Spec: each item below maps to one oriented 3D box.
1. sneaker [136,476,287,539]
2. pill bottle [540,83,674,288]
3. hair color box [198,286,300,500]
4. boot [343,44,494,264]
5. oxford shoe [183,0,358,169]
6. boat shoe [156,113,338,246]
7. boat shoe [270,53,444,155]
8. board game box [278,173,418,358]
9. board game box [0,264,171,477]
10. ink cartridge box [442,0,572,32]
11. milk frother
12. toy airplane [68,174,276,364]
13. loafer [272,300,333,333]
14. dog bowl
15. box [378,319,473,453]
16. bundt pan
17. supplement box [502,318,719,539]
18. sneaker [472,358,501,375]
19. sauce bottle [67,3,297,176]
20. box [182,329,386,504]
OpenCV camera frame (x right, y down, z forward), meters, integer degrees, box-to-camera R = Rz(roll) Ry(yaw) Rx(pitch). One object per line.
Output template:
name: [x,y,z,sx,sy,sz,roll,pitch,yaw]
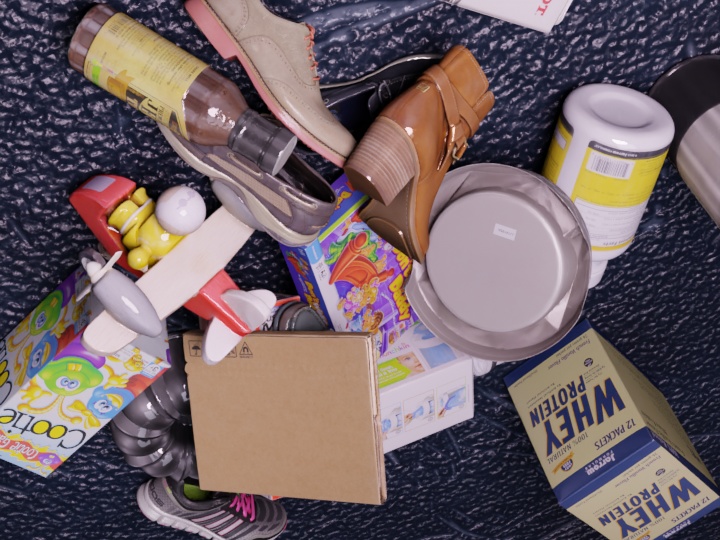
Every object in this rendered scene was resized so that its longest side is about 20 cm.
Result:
sneaker: [-0.170,0.284,1.322,0.199,0.074,0.087,21,128,-25]
pill bottle: [0.238,-0.081,1.099,0.112,0.112,0.200,-1,131,-16]
hair color box: [-0.108,0.123,1.109,0.064,0.111,0.201,-11,101,-38]
boot: [0.063,-0.104,0.995,0.155,0.077,0.200,-50,148,-13]
oxford shoe: [-0.060,-0.174,0.920,0.075,0.070,0.200,-41,106,5]
boat shoe: [-0.098,-0.111,0.963,0.200,0.075,0.073,41,126,-13]
boat shoe: [0.016,-0.151,1.005,0.199,0.062,0.075,-13,131,-7]
board game box: [0.000,0.000,1.100,0.134,0.045,0.200,-44,139,-24]
board game box: [-0.303,0.103,1.103,0.200,0.103,0.105,-41,129,19]
ink cartridge box: [0.098,-0.300,0.882,0.199,0.084,0.146,10,127,-25]
milk frother: [0.410,-0.144,1.044,0.180,0.188,0.200,8,127,-24]
toy airplane: [-0.161,-0.015,0.977,0.198,0.200,0.141,0,142,-18]
loafer: [-0.027,0.122,1.064,0.072,0.063,0.201,-32,115,-37]
dog bowl: [0.139,-0.013,1.069,0.199,0.059,0.201,7,108,23]
box: [0.014,0.132,1.197,0.199,0.113,0.102,-20,134,-15]
bundt pan: [-0.191,0.165,1.212,0.201,0.076,0.202,-8,131,-9]
supplement box: [0.309,0.207,1.313,0.134,0.200,0.200,-39,130,17]
sneaker: [0.163,0.033,1.206,0.115,0.075,0.200,-18,137,-3]
sauce bottle: [-0.147,-0.147,0.894,0.200,0.065,0.065,32,122,4]
box: [-0.075,0.139,1.029,0.199,0.021,0.164,-1,101,23]
